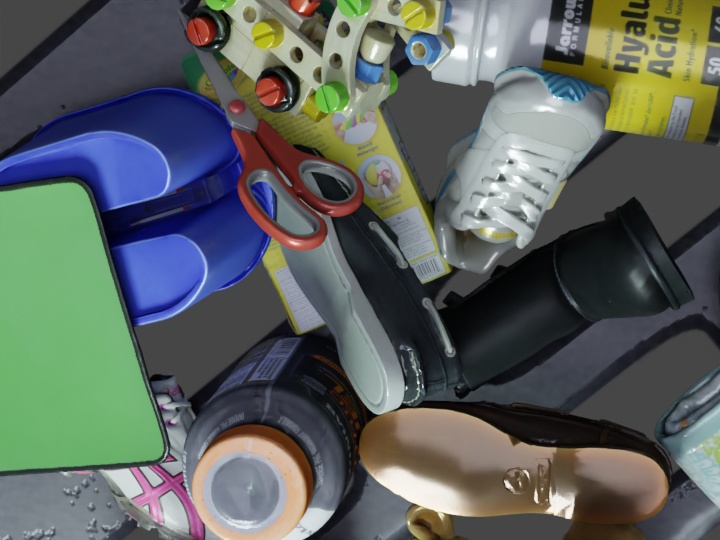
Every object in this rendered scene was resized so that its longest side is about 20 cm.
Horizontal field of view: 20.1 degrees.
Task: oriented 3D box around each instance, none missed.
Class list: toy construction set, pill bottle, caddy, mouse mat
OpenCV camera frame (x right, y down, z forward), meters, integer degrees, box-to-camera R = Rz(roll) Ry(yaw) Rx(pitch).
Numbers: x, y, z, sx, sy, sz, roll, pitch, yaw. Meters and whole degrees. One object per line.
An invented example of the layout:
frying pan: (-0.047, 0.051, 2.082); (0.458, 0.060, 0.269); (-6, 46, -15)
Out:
toy construction set: (-0.034, -0.172, 1.264); (0.200, 0.092, 0.131); (51, 126, 28)
pill bottle: (0.149, -0.145, 1.285); (0.200, 0.111, 0.112); (8, 101, 4)
pill bottle: (-0.054, 0.113, 1.304); (0.106, 0.200, 0.106); (2, 102, 7)
caddy: (-0.152, -0.039, 1.327); (0.200, 0.105, 0.142); (-13, 103, 30)
mouse mat: (-0.214, 0.040, 1.323); (0.161, 0.008, 0.200); (-6, 107, 28)

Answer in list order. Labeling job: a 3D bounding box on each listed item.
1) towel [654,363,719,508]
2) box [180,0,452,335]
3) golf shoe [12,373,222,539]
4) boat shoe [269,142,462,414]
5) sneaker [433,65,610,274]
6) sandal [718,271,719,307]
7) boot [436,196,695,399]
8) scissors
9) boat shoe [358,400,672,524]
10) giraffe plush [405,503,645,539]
towel: (0.317, 0.100, 1.324); (0.200, 0.048, 0.171); (-39, 111, 14)
box: (-0.030, -0.071, 1.348); (0.117, 0.048, 0.200); (-22, 100, 9)
golf shoe: (-0.138, 0.120, 1.378); (0.200, 0.073, 0.092); (33, 105, -2)
boat shoe: (0.000, 0.000, 1.280); (0.060, 0.076, 0.200); (-13, 64, -24)
sneaker: (0.099, -0.061, 1.259); (0.076, 0.200, 0.081); (15, 67, -7)
sandal: (0.274, 0.041, 1.349); (0.075, 0.045, 0.200); (3, 115, 10)
boot: (0.117, 0.021, 1.281); (0.162, 0.198, 0.073); (-29, 94, 3)
scissors: (-0.077, -0.090, 1.272); (0.073, 0.014, 0.200); (-33, 67, -27)
boat shoe: (0.100, 0.121, 1.313); (0.200, 0.070, 0.071); (11, 106, 5)
giraffe plush: (0.092, 0.227, 1.343); (0.162, 0.200, 0.173); (15, 91, 20)
